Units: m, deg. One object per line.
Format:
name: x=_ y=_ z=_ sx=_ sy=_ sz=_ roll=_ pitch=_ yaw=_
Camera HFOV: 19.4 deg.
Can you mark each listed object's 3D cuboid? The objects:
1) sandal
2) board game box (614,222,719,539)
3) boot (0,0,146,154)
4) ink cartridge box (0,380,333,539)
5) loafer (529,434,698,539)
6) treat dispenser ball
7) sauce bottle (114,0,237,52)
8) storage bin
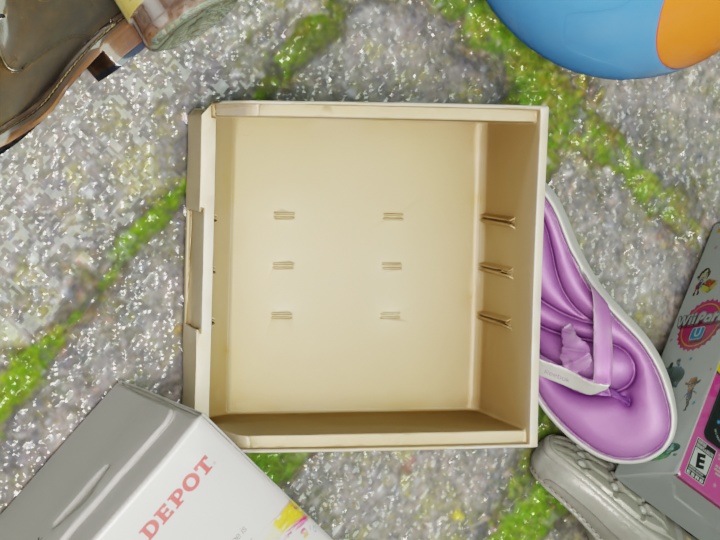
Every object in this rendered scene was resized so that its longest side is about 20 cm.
sandal: x=0.122 y=0.034 z=1.312 sx=0.082 sy=0.050 sz=0.203 roll=-33 pitch=84 yaw=20
board game box: x=0.269 y=0.085 z=1.384 sx=0.147 sy=0.064 sz=0.201 roll=36 pitch=63 yaw=-24
boot: x=-0.202 y=-0.124 z=1.176 sx=0.200 sy=0.075 sz=0.097 roll=-40 pitch=100 yaw=-26
ink cartridge box: x=-0.095 y=0.188 z=1.205 sx=0.147 sy=0.146 sz=0.200 roll=-49 pitch=112 yaw=-13
loafer: x=0.180 y=0.187 z=1.376 sx=0.200 sy=0.070 sz=0.070 roll=42 pitch=108 yaw=-10
treat dispenser ball: x=0.159 y=-0.215 z=1.256 sx=0.200 sy=0.201 sz=0.202 roll=-2 pitch=96 yaw=-25
sauce bottle: x=-0.141 y=-0.218 z=1.164 sx=0.065 sy=0.065 sz=0.201 roll=-28 pitch=82 yaw=-20
storage bin: x=0.000 y=0.000 z=1.251 sx=0.198 sy=0.094 sz=0.201 roll=0 pitch=95 yaw=-17
